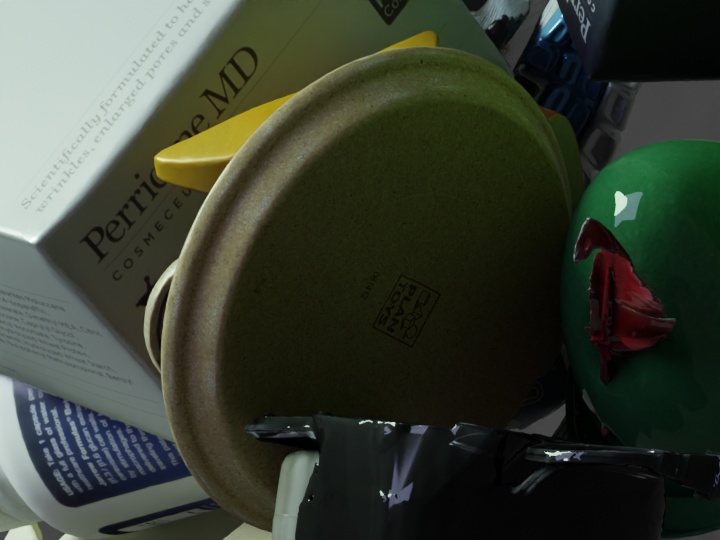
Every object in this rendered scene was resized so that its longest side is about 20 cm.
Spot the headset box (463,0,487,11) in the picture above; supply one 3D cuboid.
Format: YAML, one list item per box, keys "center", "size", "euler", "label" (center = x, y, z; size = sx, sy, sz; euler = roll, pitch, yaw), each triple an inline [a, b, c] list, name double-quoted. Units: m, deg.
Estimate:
- center: [-0.009, -0.054, 1.470]
  size: [0.200, 0.093, 0.175]
  euler: [-28, 38, 59]
  label: "headset box"

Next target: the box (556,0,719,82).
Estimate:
- center: [0.133, -0.208, 1.077]
  size: [0.201, 0.117, 0.197]
  euler: [104, 157, -45]
  label: "box"

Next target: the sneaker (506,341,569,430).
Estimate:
- center: [0.065, 0.026, 1.202]
  size: [0.089, 0.067, 0.200]
  euler: [-15, 13, 16]
  label: "sneaker"

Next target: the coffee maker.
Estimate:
- center: [0.024, 0.151, 0.915]
  size: [0.192, 0.134, 0.201]
  euler: [155, 122, -78]
  label: "coffee maker"

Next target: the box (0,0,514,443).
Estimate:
- center: [-0.086, -0.059, 1.122]
  size: [0.200, 0.131, 0.199]
  euler: [16, 63, 50]
  label: "box"

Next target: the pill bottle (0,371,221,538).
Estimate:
- center: [-0.089, 0.051, 1.215]
  size: [0.199, 0.111, 0.111]
  euler: [-17, 40, 28]
  label: "pill bottle"

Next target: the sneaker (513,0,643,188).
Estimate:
- center: [0.118, -0.123, 1.263]
  size: [0.200, 0.075, 0.087]
  euler: [-51, 10, 23]
  label: "sneaker"

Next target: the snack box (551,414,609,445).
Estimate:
- center: [0.124, 0.024, 1.091]
  size: [0.201, 0.024, 0.072]
  euler: [-59, 17, 7]
  label: "snack box"

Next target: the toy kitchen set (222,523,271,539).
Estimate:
- center: [-0.005, 0.184, 1.138]
  size: [0.199, 0.181, 0.163]
  euler: [-16, 7, 22]
  label: "toy kitchen set"

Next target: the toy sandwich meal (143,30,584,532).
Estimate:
- center: [0.000, 0.000, 1.035]
  size: [0.070, 0.205, 0.206]
  euler: [29, 91, 46]
  label: "toy sandwich meal"

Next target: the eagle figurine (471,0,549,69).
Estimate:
- center: [0.016, -0.081, 1.293]
  size: [0.150, 0.152, 0.201]
  euler: [-28, 40, 18]
  label: "eagle figurine"

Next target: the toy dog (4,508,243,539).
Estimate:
- center: [-0.095, 0.171, 1.292]
  size: [0.193, 0.140, 0.200]
  euler: [8, 51, 42]
  label: "toy dog"

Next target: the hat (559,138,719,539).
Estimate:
- center: [0.079, -0.015, 0.977]
  size: [0.200, 0.176, 0.166]
  euler: [-24, 49, 47]
  label: "hat"
